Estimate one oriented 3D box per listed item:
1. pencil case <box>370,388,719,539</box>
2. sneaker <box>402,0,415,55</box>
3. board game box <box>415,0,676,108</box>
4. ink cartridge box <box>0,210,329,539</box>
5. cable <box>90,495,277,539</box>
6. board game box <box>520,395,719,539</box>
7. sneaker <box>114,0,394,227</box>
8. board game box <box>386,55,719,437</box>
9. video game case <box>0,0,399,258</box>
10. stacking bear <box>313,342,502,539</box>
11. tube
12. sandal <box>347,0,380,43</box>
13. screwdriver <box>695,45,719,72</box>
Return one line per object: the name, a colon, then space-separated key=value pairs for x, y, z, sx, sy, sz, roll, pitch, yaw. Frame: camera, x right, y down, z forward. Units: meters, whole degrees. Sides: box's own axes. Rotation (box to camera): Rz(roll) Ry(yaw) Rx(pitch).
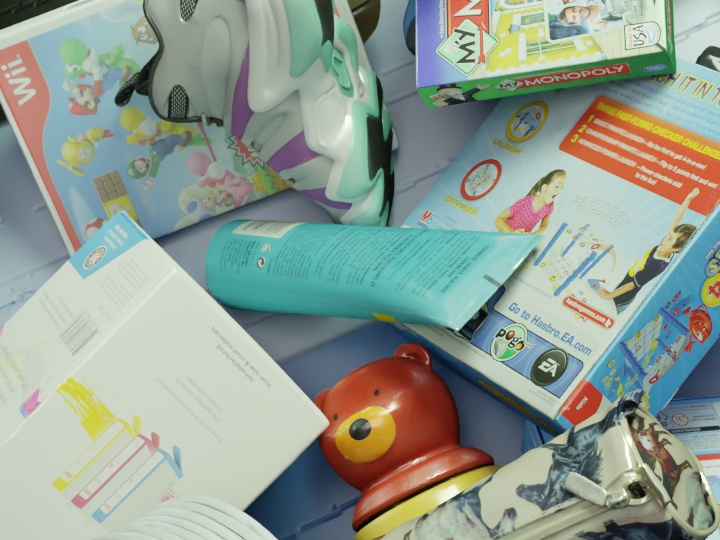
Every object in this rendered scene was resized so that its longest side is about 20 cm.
pencil case: x=0.064 y=0.133 z=0.991 sx=0.200 sy=0.089 sz=0.078 roll=-30 pitch=70 yaw=16
sneaker: x=0.080 y=-0.207 z=1.194 sx=0.078 sy=0.066 sz=0.200 roll=36 pitch=86 yaw=28
board game box: x=0.096 y=-0.190 z=1.128 sx=0.134 sy=0.029 sz=0.200 roll=-7 pitch=68 yaw=17
ink cartridge box: x=-0.142 y=0.092 z=1.113 sx=0.200 sy=0.129 sz=0.125 roll=-45 pitch=114 yaw=-2
cable: x=-0.075 y=0.210 z=0.993 sx=0.069 sy=0.200 sz=0.200 roll=-16 pitch=52 yaw=-38
board game box: x=0.178 y=0.149 z=1.056 sx=0.151 sy=0.037 sz=0.200 roll=-3 pitch=45 yaw=-13
sneaker: x=-0.065 y=-0.091 z=1.150 sx=0.140 sy=0.200 sz=0.078 roll=-7 pitch=36 yaw=17
board game box: x=0.118 y=-0.021 z=1.102 sx=0.196 sy=0.056 sz=0.200 roll=-51 pitch=35 yaw=-5
video game case: x=-0.094 y=-0.098 z=1.185 sx=0.200 sy=0.017 sz=0.143 roll=-20 pitch=113 yaw=3
stacking bear: x=0.042 y=0.139 z=1.105 sx=0.121 sy=0.114 sz=0.200 roll=-31 pitch=76 yaw=22
tube: x=0.000 y=0.000 z=1.119 sx=0.200 sy=0.050 sz=0.077 roll=3 pitch=45 yaw=46
sandal: x=-0.088 y=-0.136 z=1.209 sx=0.200 sy=0.055 sz=0.082 roll=-19 pitch=113 yaw=3
screwdriver: x=0.270 y=-0.067 z=1.161 sx=0.200 sy=0.028 sz=0.029 roll=34 pitch=55 yaw=17
